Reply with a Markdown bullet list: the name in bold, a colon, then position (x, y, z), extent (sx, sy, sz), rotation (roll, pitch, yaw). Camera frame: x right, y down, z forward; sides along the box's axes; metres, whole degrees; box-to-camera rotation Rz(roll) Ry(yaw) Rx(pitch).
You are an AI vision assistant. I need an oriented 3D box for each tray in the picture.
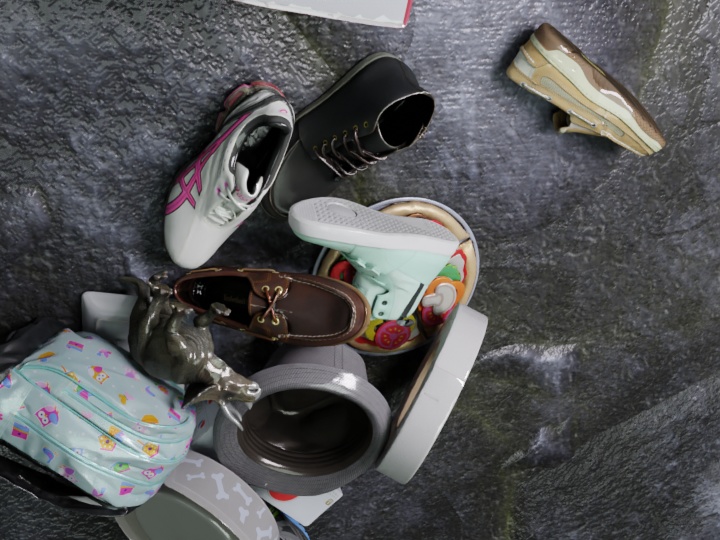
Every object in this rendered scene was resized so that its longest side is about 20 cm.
- **tray**: position (-0.241, 0.118, 0.899), extent (0.107, 0.022, 0.201), rotation (6, 117, -5)

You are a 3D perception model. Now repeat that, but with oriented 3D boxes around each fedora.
- **fedora**: position (-0.057, 0.140, 0.882), extent (0.176, 0.091, 0.201), rotation (16, 132, -12)

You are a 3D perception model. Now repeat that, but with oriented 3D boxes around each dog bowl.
- **dog bowl**: position (-0.176, 0.274, 0.923), extent (0.199, 0.059, 0.201), rotation (18, 135, 19)

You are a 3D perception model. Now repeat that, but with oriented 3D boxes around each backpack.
- **backpack**: position (-0.259, 0.135, 0.802), extent (0.199, 0.167, 0.127), rotation (35, 108, -4)

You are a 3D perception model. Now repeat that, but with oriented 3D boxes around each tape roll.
- **tape roll**: position (0.075, 0.130, 0.908), extent (0.037, 0.203, 0.204), rotation (28, 109, 2)

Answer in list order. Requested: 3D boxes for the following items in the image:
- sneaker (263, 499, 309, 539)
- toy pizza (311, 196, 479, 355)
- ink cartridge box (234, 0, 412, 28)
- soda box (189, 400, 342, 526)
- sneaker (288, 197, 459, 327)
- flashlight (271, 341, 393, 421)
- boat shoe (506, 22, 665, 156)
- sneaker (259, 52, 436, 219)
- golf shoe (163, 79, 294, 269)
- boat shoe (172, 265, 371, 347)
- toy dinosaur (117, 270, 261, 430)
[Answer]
- **sneaker**: position (-0.124, 0.314, 1.024), extent (0.071, 0.083, 0.200), rotation (-39, 119, 7)
- **toy pizza**: position (0.043, 0.015, 0.944), extent (0.199, 0.032, 0.201), rotation (-8, 120, -14)
- **ink cartridge box**: position (-0.041, -0.288, 0.650), extent (0.144, 0.200, 0.146), rotation (4, 116, -17)
- **soda box**: position (-0.111, 0.212, 0.981), extent (0.064, 0.068, 0.200), rotation (-42, 122, 7)
- **sneaker**: position (0.000, 0.000, 0.844), extent (0.200, 0.074, 0.119), rotation (10, 116, -38)
- **flashlight**: position (-0.023, 0.132, 0.969), extent (0.068, 0.068, 0.201), rotation (-43, 125, -23)
- **boat shoe**: position (0.233, -0.173, 0.891), extent (0.199, 0.072, 0.076), rotation (33, 119, -23)
- **sneaker**: position (-0.020, -0.115, 0.806), extent (0.075, 0.106, 0.200), rotation (36, 103, -31)
- **golf shoe**: position (-0.129, -0.080, 0.800), extent (0.072, 0.092, 0.201), rotation (21, 111, -28)
- **boat shoe**: position (-0.090, 0.034, 0.821), extent (0.070, 0.199, 0.071), rotation (9, 86, -63)
- **toy dinosaur**: position (-0.183, 0.064, 0.801), extent (0.077, 0.199, 0.103), rotation (-7, 120, -62)
